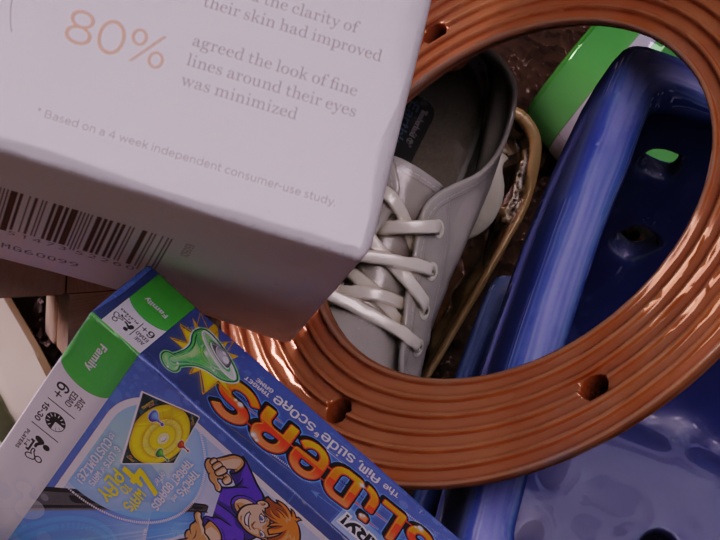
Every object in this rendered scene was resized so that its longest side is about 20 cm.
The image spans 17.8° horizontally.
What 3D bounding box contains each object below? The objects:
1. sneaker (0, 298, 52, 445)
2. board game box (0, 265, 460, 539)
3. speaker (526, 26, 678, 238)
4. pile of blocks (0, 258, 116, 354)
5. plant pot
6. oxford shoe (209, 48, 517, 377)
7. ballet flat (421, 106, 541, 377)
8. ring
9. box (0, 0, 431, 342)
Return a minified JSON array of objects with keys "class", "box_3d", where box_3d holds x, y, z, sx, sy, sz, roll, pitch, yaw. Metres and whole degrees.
[{"class":"sneaker","box_3d":[-0.166,0.014,0.766,0.090,0.067,0.200,-29,66,-10]},{"class":"board game box","box_3d":[-0.064,0.111,0.678,0.135,0.200,0.034,40,36,5]},{"class":"speaker","box_3d":[0.162,-0.024,0.881,0.200,0.088,0.088,40,60,4]},{"class":"pile of blocks","box_3d":[-0.074,-0.015,0.795,0.082,0.062,0.200,16,24,26]},{"class":"plant pot","box_3d":[0.119,0.077,0.763,0.200,0.180,0.200,23,60,-6]},{"class":"oxford shoe","box_3d":[0.000,0.000,0.762,0.075,0.058,0.200,28,69,-15]},{"class":"ballet flat","box_3d":[0.006,0.012,0.824,0.069,0.063,0.200,34,60,-6]},{"class":"ring","box_3d":[0.047,-0.019,0.687,0.019,0.200,0.201,48,48,-43]},{"class":"box","box_3d":[-0.057,-0.102,0.659,0.152,0.106,0.200,17,72,-8]}]
